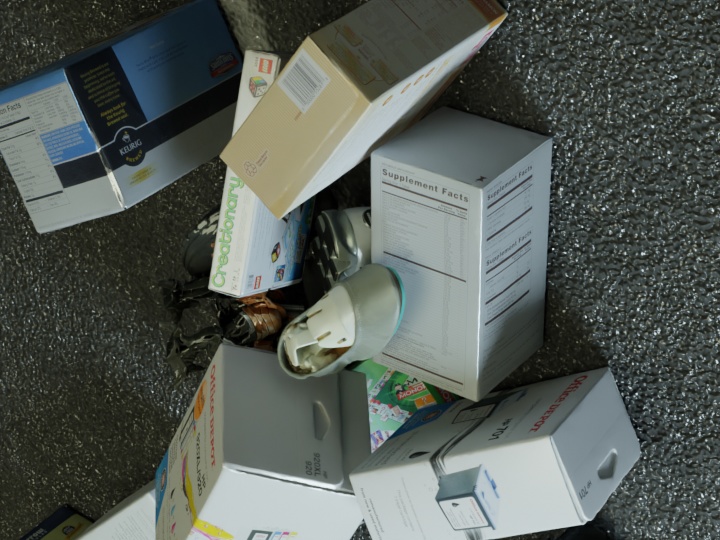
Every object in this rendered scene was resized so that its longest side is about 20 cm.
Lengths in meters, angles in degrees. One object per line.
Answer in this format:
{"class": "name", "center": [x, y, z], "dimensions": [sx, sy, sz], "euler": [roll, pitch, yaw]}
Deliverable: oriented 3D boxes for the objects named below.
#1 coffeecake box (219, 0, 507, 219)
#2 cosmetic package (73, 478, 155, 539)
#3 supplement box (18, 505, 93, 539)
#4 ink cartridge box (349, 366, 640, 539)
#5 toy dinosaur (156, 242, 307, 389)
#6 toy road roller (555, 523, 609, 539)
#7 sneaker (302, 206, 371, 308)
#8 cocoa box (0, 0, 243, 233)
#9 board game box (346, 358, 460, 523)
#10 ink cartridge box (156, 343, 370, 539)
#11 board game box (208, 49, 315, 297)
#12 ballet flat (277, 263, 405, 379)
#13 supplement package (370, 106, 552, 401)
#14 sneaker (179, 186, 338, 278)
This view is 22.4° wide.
{"class": "coffeecake box", "center": [0.004, -0.146, 1.429], "dimensions": [0.073, 0.200, 0.154], "euler": [47, 134, 6]}
{"class": "cosmetic package", "center": [-0.222, 0.269, 1.927], "dimensions": [0.071, 0.101, 0.200], "euler": [54, 136, -1]}
{"class": "supplement box", "center": [-0.306, 0.414, 2.056], "dimensions": [0.199, 0.134, 0.201], "euler": [25, 128, 25]}
{"class": "ink cartridge box", "center": [0.115, 0.163, 1.538], "dimensions": [0.199, 0.146, 0.086], "euler": [-17, 101, 33]}
{"class": "toy dinosaur", "center": [-0.114, 0.038, 1.685], "dimensions": [0.135, 0.102, 0.201], "euler": [-9, 122, 2]}
{"class": "toy road roller", "center": [0.198, 0.335, 1.620], "dimensions": [0.200, 0.123, 0.146], "euler": [45, 149, 9]}
{"class": "sneaker", "center": [0.000, 0.000, 1.613], "dimensions": [0.200, 0.088, 0.074], "euler": [118, 135, -66]}
{"class": "cocoa box", "center": [-0.207, -0.139, 1.604], "dimensions": [0.133, 0.200, 0.132], "euler": [-12, 107, 43]}
{"class": "board game box", "center": [0.019, 0.152, 1.714], "dimensions": [0.200, 0.029, 0.135], "euler": [-34, 90, 45]}
{"class": "ink cartridge box", "center": [-0.091, 0.193, 1.658], "dimensions": [0.144, 0.148, 0.200], "euler": [13, 133, -18]}
{"class": "board game box", "center": [-0.072, -0.084, 1.532], "dimensions": [0.034, 0.126, 0.201], "euler": [13, 100, 20]}
{"class": "ballet flat", "center": [-0.022, 0.050, 1.520], "dimensions": [0.068, 0.063, 0.200], "euler": [71, 156, 12]}
{"class": "supplement package", "center": [0.083, -0.015, 1.506], "dimensions": [0.113, 0.109, 0.201], "euler": [20, 126, 30]}
{"class": "sneaker", "center": [-0.095, -0.034, 1.668], "dimensions": [0.091, 0.076, 0.200], "euler": [48, 136, -1]}
